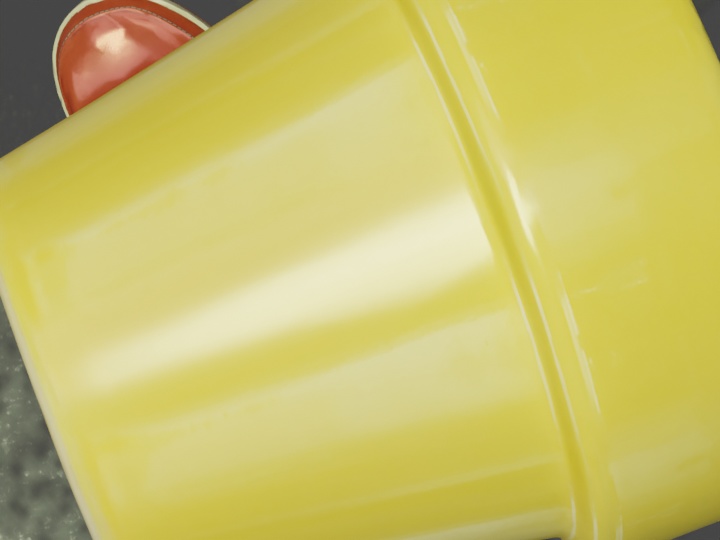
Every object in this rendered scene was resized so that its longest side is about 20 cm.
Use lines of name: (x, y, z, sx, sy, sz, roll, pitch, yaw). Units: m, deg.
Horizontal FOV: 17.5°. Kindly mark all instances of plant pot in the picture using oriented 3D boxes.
plant pot: (0.000, 0.000, 0.654, 0.188, 0.201, 0.202, -20, 75, -5)

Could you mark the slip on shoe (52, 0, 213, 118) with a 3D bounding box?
slip on shoe: (-0.048, -0.014, 0.781, 0.074, 0.061, 0.201, -35, 70, 17)
